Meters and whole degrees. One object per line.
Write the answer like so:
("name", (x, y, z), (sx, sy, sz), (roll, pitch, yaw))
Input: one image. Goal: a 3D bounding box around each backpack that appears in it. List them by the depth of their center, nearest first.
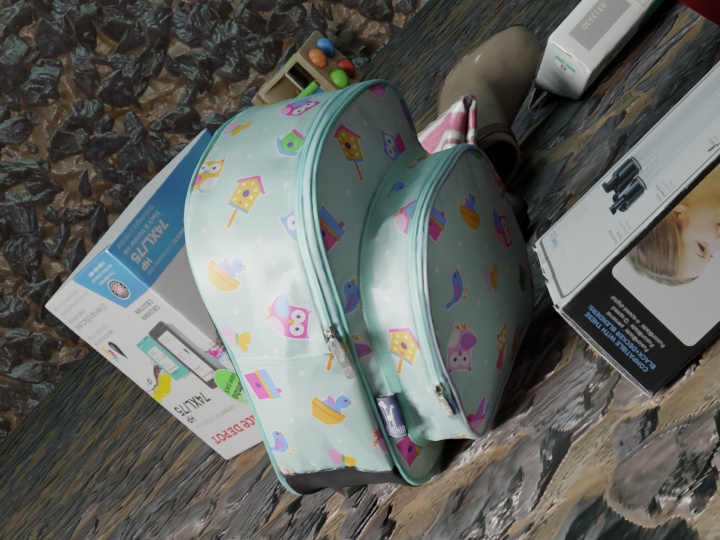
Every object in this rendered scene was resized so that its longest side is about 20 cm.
("backpack", (0.000, 0.000, 0.836), (0.153, 0.200, 0.176), (-15, 27, 32))

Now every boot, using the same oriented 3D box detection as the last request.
("boot", (0.094, -0.103, 1.211), (0.200, 0.070, 0.146), (-58, 15, 3))

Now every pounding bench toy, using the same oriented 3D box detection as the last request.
("pounding bench toy", (-0.100, -0.325, 2.831), (0.156, 0.124, 0.200), (-41, 11, 31))

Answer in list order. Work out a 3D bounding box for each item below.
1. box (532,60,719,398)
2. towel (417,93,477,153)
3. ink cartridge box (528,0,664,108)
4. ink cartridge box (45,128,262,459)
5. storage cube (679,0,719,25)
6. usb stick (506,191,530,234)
("box", (0.171, -0.047, 0.691), (0.200, 0.060, 0.117), (-45, 10, 11))
("towel", (0.028, -0.023, 1.130), (0.146, 0.030, 0.200), (-36, 36, 48))
("ink cartridge box", (0.210, -0.202, 1.261), (0.161, 0.050, 0.200), (-49, -9, -6))
("ink cartridge box", (-0.115, 0.023, 1.248), (0.147, 0.200, 0.146), (-34, 18, 55))
("storage cube", (0.222, -0.276, 0.938), (0.200, 0.180, 0.171), (-60, 8, -7))
("usb stick", (0.049, 0.017, 1.005), (0.200, 0.055, 0.033), (-55, -26, -35))
